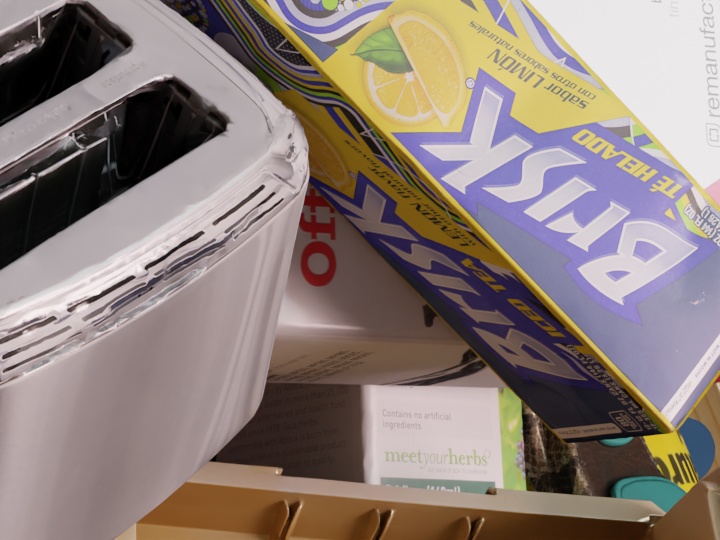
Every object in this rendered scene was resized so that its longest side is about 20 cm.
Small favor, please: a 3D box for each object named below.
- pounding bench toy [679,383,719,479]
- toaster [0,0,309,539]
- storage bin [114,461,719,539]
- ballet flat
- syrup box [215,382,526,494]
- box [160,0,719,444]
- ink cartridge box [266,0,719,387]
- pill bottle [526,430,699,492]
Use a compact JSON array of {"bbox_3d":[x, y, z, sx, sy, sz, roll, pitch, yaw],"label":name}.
[{"bbox_3d":[0.172,0.061,1.194,0.124,0.199,0.157,8,59,-60],"label":"pounding bench toy"},{"bbox_3d":[-0.101,0.008,0.749,0.113,0.130,0.200,40,48,20],"label":"toaster"},{"bbox_3d":[0.016,0.142,0.827,0.198,0.094,0.200,6,50,-14],"label":"storage bin"},{"bbox_3d":[0.080,0.081,1.005,0.068,0.075,0.201,2,53,-53],"label":"ballet flat"},{"bbox_3d":[0.000,0.000,0.988,0.078,0.081,0.202,7,77,-44],"label":"syrup box"},{"bbox_3d":[0.027,-0.040,0.819,0.200,0.070,0.064,45,69,-14],"label":"box"},{"bbox_3d":[0.037,-0.039,0.912,0.199,0.084,0.146,2,79,-26],"label":"ink cartridge box"},{"bbox_3d":[0.086,0.117,1.084,0.111,0.111,0.201,2,64,-62],"label":"pill bottle"}]
